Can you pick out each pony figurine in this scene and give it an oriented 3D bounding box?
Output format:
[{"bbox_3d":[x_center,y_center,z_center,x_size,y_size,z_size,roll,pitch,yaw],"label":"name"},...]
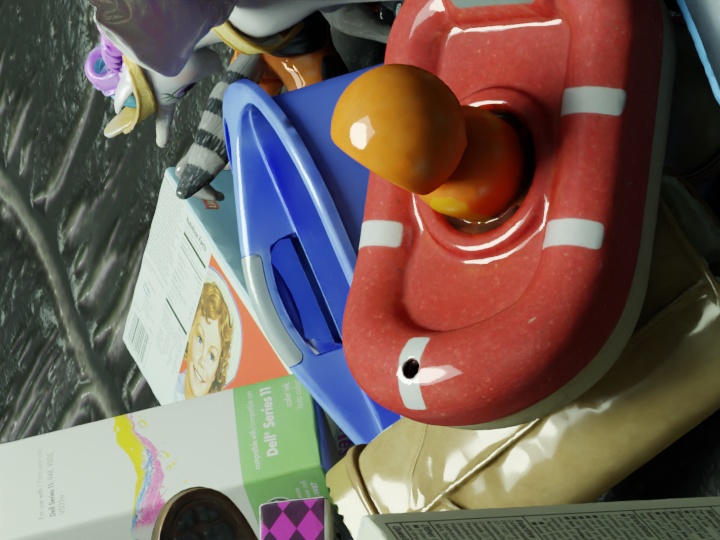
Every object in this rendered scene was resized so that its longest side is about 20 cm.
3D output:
[{"bbox_3d":[-0.062,-0.148,1.253,0.193,0.199,0.167,55,-165,-47],"label":"pony figurine"}]

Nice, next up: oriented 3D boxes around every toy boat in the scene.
[{"bbox_3d":[0.039,-0.041,1.078,0.130,0.130,0.201,-1,76,41],"label":"toy boat"}]

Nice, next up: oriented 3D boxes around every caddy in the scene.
[{"bbox_3d":[0.000,0.000,1.256,0.201,0.105,0.141,67,165,-2],"label":"caddy"}]

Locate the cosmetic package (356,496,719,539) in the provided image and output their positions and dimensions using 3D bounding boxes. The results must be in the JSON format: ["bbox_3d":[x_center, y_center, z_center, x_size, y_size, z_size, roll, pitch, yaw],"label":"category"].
[{"bbox_3d":[0.099,0.146,1.026,0.103,0.199,0.088,-130,46,-54],"label":"cosmetic package"}]

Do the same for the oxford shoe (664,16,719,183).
[{"bbox_3d":[0.093,-0.073,1.175,0.200,0.073,0.071,10,99,63],"label":"oxford shoe"}]

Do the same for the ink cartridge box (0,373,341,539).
[{"bbox_3d":[-0.104,0.129,1.339,0.067,0.199,0.117,-100,-5,-46],"label":"ink cartridge box"}]

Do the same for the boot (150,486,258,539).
[{"bbox_3d":[-0.079,0.186,1.269,0.097,0.074,0.201,19,121,60],"label":"boot"}]

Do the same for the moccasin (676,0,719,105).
[{"bbox_3d":[0.151,-0.144,1.078,0.068,0.080,0.201,-46,64,48],"label":"moccasin"}]

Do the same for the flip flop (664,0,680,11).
[{"bbox_3d":[0.089,-0.170,1.199,0.058,0.081,0.200,-61,31,20],"label":"flip flop"}]

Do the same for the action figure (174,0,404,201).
[{"bbox_3d":[-0.020,-0.120,1.364,0.200,0.104,0.195,15,96,58],"label":"action figure"}]

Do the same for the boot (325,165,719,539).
[{"bbox_3d":[0.095,0.085,1.127,0.200,0.066,0.175,-42,72,23],"label":"boot"}]

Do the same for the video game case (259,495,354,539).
[{"bbox_3d":[-0.011,0.220,1.217,0.181,0.036,0.201,62,-155,-67],"label":"video game case"}]

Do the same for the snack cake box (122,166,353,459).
[{"bbox_3d":[-0.055,0.044,1.480,0.200,0.067,0.115,55,135,49],"label":"snack cake box"}]
